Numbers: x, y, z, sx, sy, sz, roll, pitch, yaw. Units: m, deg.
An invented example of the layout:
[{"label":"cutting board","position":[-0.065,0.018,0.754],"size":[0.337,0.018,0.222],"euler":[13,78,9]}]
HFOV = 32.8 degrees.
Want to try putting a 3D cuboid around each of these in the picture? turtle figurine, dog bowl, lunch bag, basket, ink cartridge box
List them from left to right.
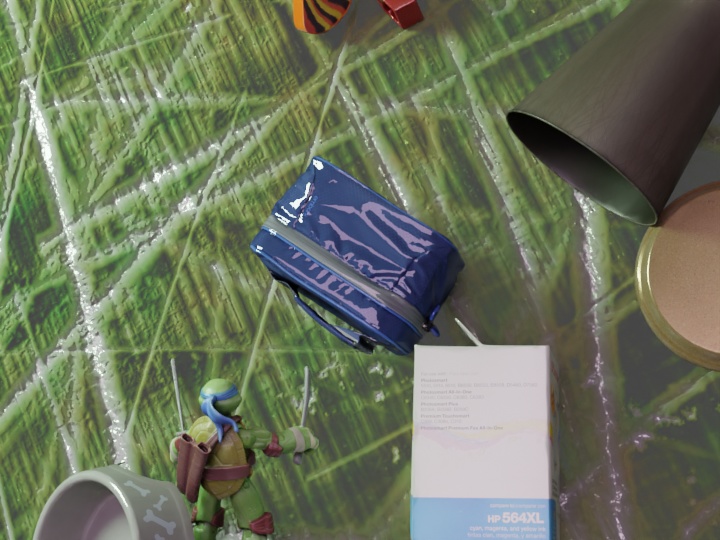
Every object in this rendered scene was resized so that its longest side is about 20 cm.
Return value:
[{"label":"dog bowl","position":[-0.240,0.278,1.151],"size":[0.200,0.059,0.201],"euler":[-11,74,42]},{"label":"turtle figurine","position":[-0.114,0.192,1.202],"size":[0.143,0.200,0.195],"euler":[-1,97,-10]},{"label":"lunch bag","position":[0.000,0.000,1.188],"size":[0.200,0.136,0.133],"euler":[34,86,17]},{"label":"ink cartridge box","position":[0.118,0.151,1.128],"size":[0.125,0.129,0.201],"euler":[-1,77,12]},{"label":"basket","position":[0.271,-0.172,1.172],"size":[0.180,0.136,0.200],"euler":[38,84,23]}]

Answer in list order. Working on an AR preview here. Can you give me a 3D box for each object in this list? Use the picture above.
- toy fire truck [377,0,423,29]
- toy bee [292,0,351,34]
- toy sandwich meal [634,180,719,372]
[{"label":"toy fire truck","position":[0.049,-0.375,1.313],"size":[0.141,0.049,0.200],"euler":[-31,71,6]},{"label":"toy bee","position":[-0.033,-0.354,1.281],"size":[0.108,0.200,0.131],"euler":[-18,43,-15]},{"label":"toy sandwich meal","position":[0.357,0.013,1.142],"size":[0.204,0.070,0.206],"euler":[-5,73,16]}]
